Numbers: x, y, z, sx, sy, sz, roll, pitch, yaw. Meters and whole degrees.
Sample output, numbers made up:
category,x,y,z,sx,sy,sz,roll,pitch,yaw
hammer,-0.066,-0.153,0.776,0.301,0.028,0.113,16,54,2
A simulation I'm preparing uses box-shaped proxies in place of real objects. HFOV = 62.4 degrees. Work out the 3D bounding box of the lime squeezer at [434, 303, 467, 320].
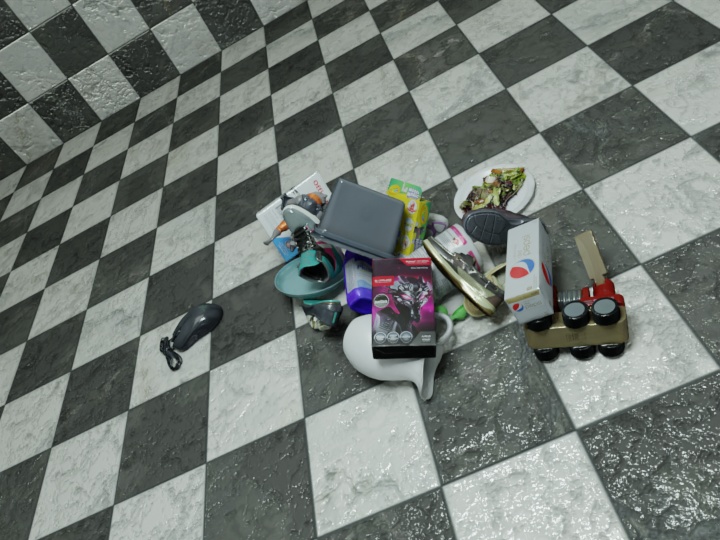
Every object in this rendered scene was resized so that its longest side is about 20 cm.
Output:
category,x,y,z,sx,sy,sz,roll,pitch,yaw
lime squeezer,0.178,0.069,1.213,0.193,0.073,0.038,-11,10,-12

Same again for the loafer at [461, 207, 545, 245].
category,x,y,z,sx,sy,sz,roll,pitch,yaw
loafer,0.295,-0.095,1.255,0.193,0.074,0.063,5,23,-18

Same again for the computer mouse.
category,x,y,z,sx,sy,sz,roll,pitch,yaw
computer mouse,-0.451,0.155,1.567,0.199,0.053,0.138,-43,41,-10

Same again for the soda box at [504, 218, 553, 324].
category,x,y,z,sx,sy,sz,roll,pitch,yaw
soda box,0.306,-0.002,1.078,0.067,0.064,0.203,-22,32,31

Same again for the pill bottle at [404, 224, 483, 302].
category,x,y,z,sx,sy,sz,roll,pitch,yaw
pill bottle,0.154,0.002,1.270,0.197,0.114,0.114,-33,40,0

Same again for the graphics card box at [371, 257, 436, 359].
category,x,y,z,sx,sy,sz,roll,pitch,yaw
graphics card box,0.081,0.069,1.142,0.121,0.052,0.205,-1,55,5

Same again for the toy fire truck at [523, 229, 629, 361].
category,x,y,z,sx,sy,sz,roll,pitch,yaw
toy fire truck,0.389,0.042,1.086,0.171,0.131,0.202,-9,35,26

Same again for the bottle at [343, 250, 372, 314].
category,x,y,z,sx,sy,sz,roll,pitch,yaw
bottle,0.000,0.000,1.378,0.065,0.082,0.205,-42,40,37

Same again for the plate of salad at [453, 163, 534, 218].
category,x,y,z,sx,sy,sz,roll,pitch,yaw
plate of salad,0.311,-0.189,1.401,0.194,0.048,0.204,-18,44,17

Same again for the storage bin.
category,x,y,z,sx,sy,sz,roll,pitch,yaw
storage bin,0.003,-0.113,1.305,0.146,0.194,0.138,-117,47,-79

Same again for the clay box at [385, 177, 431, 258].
category,x,y,z,sx,sy,sz,roll,pitch,yaw
clay box,0.097,-0.099,1.362,0.114,0.047,0.207,27,110,46

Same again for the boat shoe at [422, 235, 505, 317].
category,x,y,z,sx,sy,sz,roll,pitch,yaw
boat shoe,0.203,0.001,1.167,0.065,0.073,0.201,-42,74,-1

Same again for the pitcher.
category,x,y,z,sx,sy,sz,roll,pitch,yaw
pitcher,0.076,0.142,1.186,0.195,0.122,0.174,17,61,32

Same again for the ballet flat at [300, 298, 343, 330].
category,x,y,z,sx,sy,sz,roll,pitch,yaw
ballet flat,-0.093,0.100,1.356,0.073,0.073,0.199,-47,15,-16

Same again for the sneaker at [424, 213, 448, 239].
category,x,y,z,sx,sy,sz,roll,pitch,yaw
sneaker,0.125,-0.127,1.442,0.195,0.076,0.102,0,52,33

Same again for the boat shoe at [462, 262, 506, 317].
category,x,y,z,sx,sy,sz,roll,pitch,yaw
boat shoe,0.291,0.019,1.187,0.197,0.063,0.074,-30,73,-2

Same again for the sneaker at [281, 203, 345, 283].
category,x,y,z,sx,sy,sz,roll,pitch,yaw
sneaker,-0.122,-0.048,1.362,0.083,0.200,0.122,-33,17,33

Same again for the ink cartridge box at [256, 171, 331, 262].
category,x,y,z,sx,sy,sz,roll,pitch,yaw
ink cartridge box,-0.158,-0.146,1.579,0.197,0.147,0.084,-35,13,-2

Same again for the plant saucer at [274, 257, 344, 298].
category,x,y,z,sx,sy,sz,roll,pitch,yaw
plant saucer,-0.114,0.014,1.460,0.193,0.028,0.202,-11,29,6

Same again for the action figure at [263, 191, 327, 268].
category,x,y,z,sx,sy,sz,roll,pitch,yaw
action figure,-0.126,-0.107,1.481,0.198,0.196,0.104,-65,12,-20
